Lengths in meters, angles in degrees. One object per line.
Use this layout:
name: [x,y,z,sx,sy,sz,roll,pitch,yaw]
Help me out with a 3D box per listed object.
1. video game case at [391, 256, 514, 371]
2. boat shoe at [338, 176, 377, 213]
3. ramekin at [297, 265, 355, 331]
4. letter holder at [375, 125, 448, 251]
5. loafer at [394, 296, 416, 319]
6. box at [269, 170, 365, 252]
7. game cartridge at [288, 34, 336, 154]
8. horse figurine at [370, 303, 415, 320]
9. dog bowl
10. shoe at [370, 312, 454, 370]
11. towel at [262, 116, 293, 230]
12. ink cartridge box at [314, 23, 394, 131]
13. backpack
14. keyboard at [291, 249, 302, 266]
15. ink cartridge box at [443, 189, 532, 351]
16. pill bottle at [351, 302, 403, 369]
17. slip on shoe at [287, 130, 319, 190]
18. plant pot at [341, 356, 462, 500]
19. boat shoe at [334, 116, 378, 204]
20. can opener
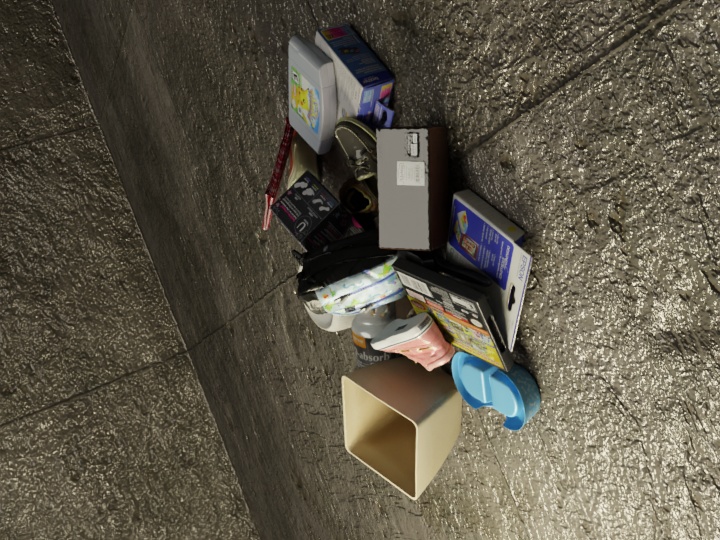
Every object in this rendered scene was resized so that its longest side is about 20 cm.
video game case: [0.156,0.073,1.428,0.199,0.026,0.182,25,153,44]
boat shoe: [-0.004,-0.151,1.690,0.199,0.067,0.073,2,111,62]
ramekin: [-0.058,0.041,1.892,0.200,0.104,0.202,43,144,42]
letter holder: [0.103,-0.145,1.453,0.099,0.142,0.203,4,101,28]
loafer: [0.101,0.082,1.653,0.201,0.070,0.073,60,152,18]
box: [-0.070,-0.082,1.713,0.132,0.115,0.200,46,180,38]
game cartridge: [-0.092,-0.328,1.608,0.133,0.040,0.202,45,147,34]
horse figurine: [0.089,0.032,1.610,0.198,0.050,0.134,11,82,38]
dog bowl: [0.241,0.203,1.498,0.199,0.049,0.113,24,130,54]
shoe: [0.093,0.138,1.534,0.091,0.071,0.200,50,154,-8]
towel: [-0.172,-0.202,1.755,0.145,0.022,0.202,112,171,-64]
ink cartridge box: [-0.011,-0.336,1.563,0.201,0.076,0.137,56,153,27]
backpack: [0.000,0.000,1.551,0.154,0.199,0.164,49,-160,-24]
keyboard: [-0.061,0.031,1.711,0.199,0.040,0.104,32,172,32]
ink cartridge box: [0.217,-0.003,1.405,0.200,0.047,0.200,44,143,39]
pill bottle: [0.041,0.147,1.765,0.116,0.115,0.203,27,132,54]
slip on shoe: [-0.129,-0.233,1.884,0.062,0.073,0.202,-105,14,-46]
plant pot: [0.095,0.285,1.669,0.199,0.176,0.202,27,133,37]
boat shoe: [0.018,-0.189,1.545,0.071,0.066,0.201,-16,122,45]
can opener: [0.147,0.010,1.435,0.199,0.078,0.064,29,126,43]
